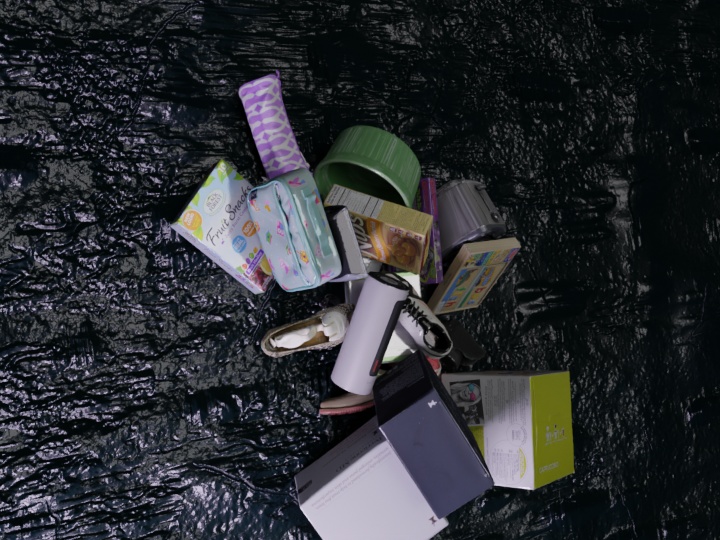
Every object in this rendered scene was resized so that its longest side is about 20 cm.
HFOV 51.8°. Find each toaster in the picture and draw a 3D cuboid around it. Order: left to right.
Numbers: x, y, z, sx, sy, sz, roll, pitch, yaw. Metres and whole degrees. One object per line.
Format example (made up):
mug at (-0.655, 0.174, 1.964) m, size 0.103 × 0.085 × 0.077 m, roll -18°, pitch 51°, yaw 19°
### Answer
toaster at (0.185, -0.091, 1.480) m, size 0.112 × 0.199 × 0.132 m, roll -4°, pitch 66°, yaw -47°

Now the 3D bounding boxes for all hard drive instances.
hard drive at (-0.055, -0.043, 1.325) m, size 0.042 × 0.199 × 0.138 m, roll -20°, pitch 97°, yaw -21°

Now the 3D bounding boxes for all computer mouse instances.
computer mouse at (0.000, 0.000, 1.440) m, size 0.108 × 0.044 × 0.204 m, roll 29°, pitch 72°, yaw -22°

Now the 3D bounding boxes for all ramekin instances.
ramekin at (0.018, -0.175, 1.386) m, size 0.198 × 0.199 × 0.099 m, roll 36°, pitch 62°, yaw -20°

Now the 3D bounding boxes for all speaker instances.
speaker at (0.015, 0.111, 1.298) m, size 0.080 × 0.081 × 0.204 m, roll 15°, pitch 101°, yaw -26°

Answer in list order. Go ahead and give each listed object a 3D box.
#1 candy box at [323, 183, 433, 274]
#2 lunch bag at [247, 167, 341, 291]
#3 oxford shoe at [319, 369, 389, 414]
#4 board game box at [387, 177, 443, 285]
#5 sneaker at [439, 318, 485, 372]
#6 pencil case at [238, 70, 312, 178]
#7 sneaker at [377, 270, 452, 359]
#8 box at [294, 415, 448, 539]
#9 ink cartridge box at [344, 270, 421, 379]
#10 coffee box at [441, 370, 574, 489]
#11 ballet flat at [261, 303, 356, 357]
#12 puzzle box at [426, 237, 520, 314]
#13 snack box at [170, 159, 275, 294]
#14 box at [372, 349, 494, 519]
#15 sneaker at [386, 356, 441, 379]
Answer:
candy box at (0.031, -0.075, 1.368) m, size 0.195 × 0.117 × 0.056 m, roll 18°, pitch 55°, yaw 12°
lunch bag at (-0.113, -0.069, 1.260) m, size 0.076 × 0.159 × 0.204 m, roll -25°, pitch 100°, yaw -30°
oxford shoe at (0.011, 0.222, 1.401) m, size 0.195 × 0.070 × 0.077 m, roll -14°, pitch 82°, yaw -13°
board game box at (0.101, -0.072, 1.462) m, size 0.032 × 0.118 × 0.206 m, roll 0°, pitch 85°, yaw -47°
sneaker at (0.164, 0.130, 1.509) m, size 0.200 × 0.060 × 0.104 m, roll 45°, pitch 45°, yaw -1°
pencil case at (-0.155, -0.252, 1.355) m, size 0.084 × 0.084 × 0.205 m, roll -19°, pitch 96°, yaw 8°
sneaker at (0.098, 0.077, 1.343) m, size 0.074 × 0.080 × 0.200 m, roll -45°, pitch 95°, yaw -8°
box at (0.017, 0.408, 1.322) m, size 0.197 × 0.131 × 0.202 m, roll -35°, pitch 102°, yaw -3°
ink cartridge box at (0.048, 0.107, 1.393) m, size 0.142 × 0.048 × 0.206 m, roll -5°, pitch 90°, yaw -12°
coffee box at (0.290, 0.301, 1.449) m, size 0.198 × 0.194 × 0.206 m, roll 5°, pitch 82°, yaw -52°
ballet flat at (-0.084, 0.112, 1.321) m, size 0.195 × 0.075 × 0.070 m, roll -17°, pitch 91°, yaw 0°
puzzle box at (0.223, 0.014, 1.486) m, size 0.130 × 0.202 × 0.026 m, roll -9°, pitch 55°, yaw -29°
snack box at (-0.217, -0.075, 1.322) m, size 0.199 × 0.053 × 0.144 m, roll 41°, pitch 67°, yaw -21°
box at (0.118, 0.274, 1.277) m, size 0.116 × 0.200 × 0.199 m, roll -32°, pitch 102°, yaw 4°
sneaker at (0.131, 0.203, 1.454) m, size 0.201 × 0.086 × 0.074 m, roll 49°, pitch 21°, yaw -16°
